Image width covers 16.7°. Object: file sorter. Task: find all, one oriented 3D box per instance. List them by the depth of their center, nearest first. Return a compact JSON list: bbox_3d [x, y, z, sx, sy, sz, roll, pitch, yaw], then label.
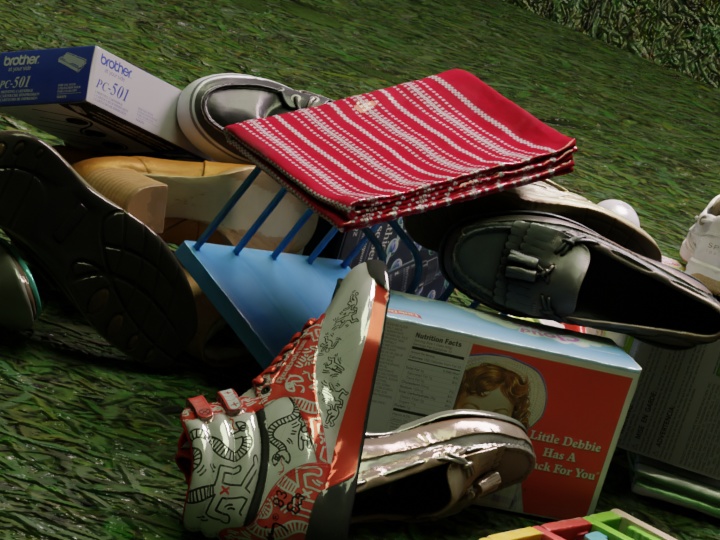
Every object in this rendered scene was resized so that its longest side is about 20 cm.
[{"bbox_3d":[0.000,0.000,1.708,0.139,0.123,0.199,50,22,26],"label":"file sorter"}]

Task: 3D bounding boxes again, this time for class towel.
[{"bbox_3d":[0.029,-0.084,1.626,0.199,0.023,0.144,-16,36,-33],"label":"towel"},{"bbox_3d":[0.262,0.146,1.791,0.151,0.024,0.200,17,12,0],"label":"towel"}]

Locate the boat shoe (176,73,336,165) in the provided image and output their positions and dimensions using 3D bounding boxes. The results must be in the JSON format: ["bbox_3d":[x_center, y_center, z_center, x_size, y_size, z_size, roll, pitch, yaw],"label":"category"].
[{"bbox_3d":[-0.034,-0.099,1.781,0.199,0.070,0.066,21,-20,-28],"label":"boat shoe"}]

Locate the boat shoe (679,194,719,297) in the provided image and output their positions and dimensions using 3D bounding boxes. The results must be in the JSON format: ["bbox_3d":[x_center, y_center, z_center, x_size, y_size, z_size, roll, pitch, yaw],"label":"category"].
[{"bbox_3d":[0.279,-0.024,1.814,0.070,0.070,0.200,19,10,4],"label":"boat shoe"}]

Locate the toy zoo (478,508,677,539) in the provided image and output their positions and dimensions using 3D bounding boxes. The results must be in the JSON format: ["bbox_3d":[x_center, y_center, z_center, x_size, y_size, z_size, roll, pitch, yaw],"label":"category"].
[{"bbox_3d":[0.156,0.190,1.488,0.131,0.021,0.199,26,16,33],"label":"toy zoo"}]

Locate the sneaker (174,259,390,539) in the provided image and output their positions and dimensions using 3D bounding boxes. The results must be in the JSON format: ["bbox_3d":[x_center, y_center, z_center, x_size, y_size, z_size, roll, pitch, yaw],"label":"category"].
[{"bbox_3d":[-0.047,0.071,1.429,0.107,0.067,0.203,11,58,0],"label":"sneaker"}]

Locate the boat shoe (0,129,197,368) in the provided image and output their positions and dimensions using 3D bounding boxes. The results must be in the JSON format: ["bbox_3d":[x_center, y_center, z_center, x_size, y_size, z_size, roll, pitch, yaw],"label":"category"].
[{"bbox_3d":[-0.189,-0.020,1.650,0.200,0.076,0.074,50,-13,-21],"label":"boat shoe"}]

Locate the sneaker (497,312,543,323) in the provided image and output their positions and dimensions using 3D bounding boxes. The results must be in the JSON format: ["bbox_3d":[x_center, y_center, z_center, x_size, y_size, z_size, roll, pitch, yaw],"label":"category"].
[{"bbox_3d":[0.106,0.061,1.820,0.075,0.077,0.200,3,18,-38],"label":"sneaker"}]

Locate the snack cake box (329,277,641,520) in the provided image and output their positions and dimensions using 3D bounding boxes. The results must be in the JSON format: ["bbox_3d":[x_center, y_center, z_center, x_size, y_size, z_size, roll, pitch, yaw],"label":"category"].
[{"bbox_3d":[0.068,0.086,1.593,0.198,0.116,0.067,13,14,-17],"label":"snack cake box"}]

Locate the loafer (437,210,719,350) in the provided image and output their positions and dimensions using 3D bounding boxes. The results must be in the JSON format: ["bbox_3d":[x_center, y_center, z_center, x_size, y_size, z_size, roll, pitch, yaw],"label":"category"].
[{"bbox_3d":[0.151,0.006,1.615,0.198,0.072,0.063,15,1,-15],"label":"loafer"}]

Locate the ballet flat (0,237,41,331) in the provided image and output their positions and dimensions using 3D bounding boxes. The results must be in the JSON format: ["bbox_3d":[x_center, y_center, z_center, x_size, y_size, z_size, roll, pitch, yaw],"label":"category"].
[{"bbox_3d":[-0.273,0.000,1.673,0.063,0.068,0.200,-19,26,-18],"label":"ballet flat"}]

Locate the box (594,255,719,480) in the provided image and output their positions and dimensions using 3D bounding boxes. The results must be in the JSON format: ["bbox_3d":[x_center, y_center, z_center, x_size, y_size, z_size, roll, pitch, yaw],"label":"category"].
[{"bbox_3d":[0.230,0.064,1.777,0.101,0.113,0.200,18,12,-3],"label":"box"}]

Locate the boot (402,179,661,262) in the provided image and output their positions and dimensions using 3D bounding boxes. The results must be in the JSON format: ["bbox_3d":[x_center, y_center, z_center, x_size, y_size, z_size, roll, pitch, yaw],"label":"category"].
[{"bbox_3d":[0.106,-0.056,1.711,0.199,0.072,0.155,16,27,-22],"label":"boot"}]

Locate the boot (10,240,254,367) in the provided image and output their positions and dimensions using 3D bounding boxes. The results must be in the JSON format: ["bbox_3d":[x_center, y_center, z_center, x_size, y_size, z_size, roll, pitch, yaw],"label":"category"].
[{"bbox_3d":[-0.134,0.004,1.800,0.199,0.067,0.175,25,25,30],"label":"boot"}]

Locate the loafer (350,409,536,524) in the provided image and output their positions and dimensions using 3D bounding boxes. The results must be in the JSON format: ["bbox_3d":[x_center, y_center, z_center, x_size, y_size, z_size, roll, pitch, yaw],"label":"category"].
[{"bbox_3d":[0.028,0.131,1.501,0.199,0.072,0.063,0,38,-33],"label":"loafer"}]

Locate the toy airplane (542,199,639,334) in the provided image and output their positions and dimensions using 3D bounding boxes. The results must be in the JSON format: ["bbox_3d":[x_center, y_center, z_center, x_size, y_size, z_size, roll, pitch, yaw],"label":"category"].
[{"bbox_3d":[0.174,0.006,1.975,0.199,0.141,0.200,43,7,18],"label":"toy airplane"}]

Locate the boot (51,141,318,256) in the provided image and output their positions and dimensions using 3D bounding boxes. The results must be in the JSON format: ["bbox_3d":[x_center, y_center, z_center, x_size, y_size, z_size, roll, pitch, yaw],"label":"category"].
[{"bbox_3d":[-0.142,-0.058,1.774,0.200,0.071,0.144,4,12,-44],"label":"boot"}]

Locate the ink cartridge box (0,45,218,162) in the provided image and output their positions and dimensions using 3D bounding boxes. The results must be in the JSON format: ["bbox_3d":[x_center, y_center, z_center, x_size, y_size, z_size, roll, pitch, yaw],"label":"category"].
[{"bbox_3d":[-0.166,-0.109,1.786,0.093,0.045,0.200,0,-15,35],"label":"ink cartridge box"}]

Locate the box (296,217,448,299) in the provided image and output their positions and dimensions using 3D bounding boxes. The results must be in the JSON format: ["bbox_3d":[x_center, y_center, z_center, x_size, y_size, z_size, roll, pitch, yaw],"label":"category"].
[{"bbox_3d":[-0.001,-0.048,1.969,0.107,0.150,0.199,24,16,29],"label":"box"}]
